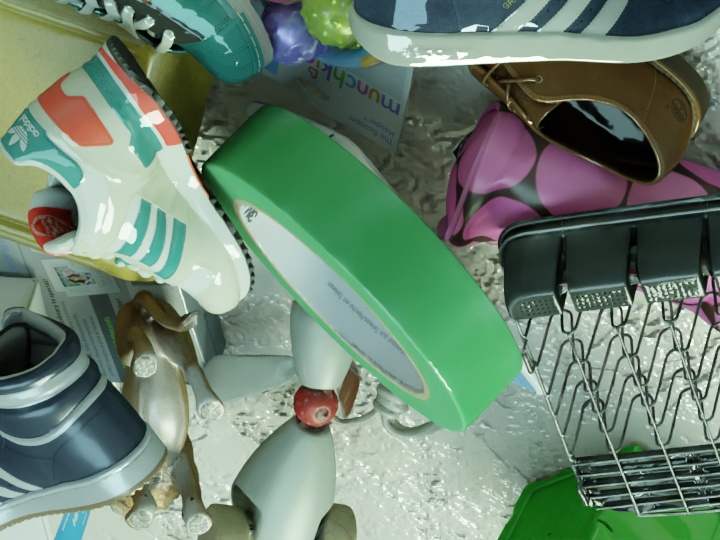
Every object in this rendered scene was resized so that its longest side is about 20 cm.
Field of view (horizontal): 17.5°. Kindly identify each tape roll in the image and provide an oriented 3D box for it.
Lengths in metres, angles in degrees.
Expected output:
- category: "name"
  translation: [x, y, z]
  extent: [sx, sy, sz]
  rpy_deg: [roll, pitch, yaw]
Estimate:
- category: "tape roll"
  translation: [0.000, 0.000, 1.249]
  extent: [0.200, 0.048, 0.201]
  rpy_deg: [43, 169, 10]

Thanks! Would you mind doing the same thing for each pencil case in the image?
- category: "pencil case"
  translation: [0.142, -0.022, 1.250]
  extent: [0.199, 0.091, 0.094]
  rpy_deg: [20, 119, -5]

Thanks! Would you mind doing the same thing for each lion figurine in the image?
- category: "lion figurine"
  translation: [-0.123, 0.076, 1.379]
  extent: [0.072, 0.123, 0.201]
  rpy_deg: [2, 123, -20]

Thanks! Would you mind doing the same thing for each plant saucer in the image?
- category: "plant saucer"
  translation: [-0.188, -0.093, 1.274]
  extent: [0.199, 0.049, 0.201]
  rpy_deg: [19, 122, 2]

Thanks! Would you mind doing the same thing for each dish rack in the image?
- category: "dish rack"
  translation: [0.165, 0.053, 1.226]
  extent: [0.152, 0.055, 0.201]
  rpy_deg: [-6, 134, 20]

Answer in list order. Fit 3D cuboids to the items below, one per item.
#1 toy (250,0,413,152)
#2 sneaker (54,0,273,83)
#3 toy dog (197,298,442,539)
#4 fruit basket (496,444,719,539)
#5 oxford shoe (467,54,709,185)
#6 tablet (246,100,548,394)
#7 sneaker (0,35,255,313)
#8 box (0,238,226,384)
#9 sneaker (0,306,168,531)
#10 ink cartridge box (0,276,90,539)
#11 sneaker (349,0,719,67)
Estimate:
- category: "toy"
  translation: [-0.024, -0.151, 1.177]
  extent: [0.115, 0.047, 0.201]
  rpy_deg: [33, 137, 21]
- category: "sneaker"
  translation: [-0.135, -0.155, 1.181]
  extent: [0.200, 0.080, 0.071]
  rpy_deg: [43, 167, -7]
- category: "toy dog"
  translation: [-0.041, 0.100, 1.420]
  extent: [0.131, 0.096, 0.201]
  rpy_deg: [27, 101, -26]
- category: "fruit basket"
  translation: [0.171, 0.234, 1.411]
  extent: [0.155, 0.216, 0.216]
  rpy_deg: [-25, 122, 35]
- category: "oxford shoe"
  translation: [0.083, -0.113, 1.187]
  extent: [0.199, 0.071, 0.071]
  rpy_deg: [31, 138, -1]
- category: "tablet"
  translation: [0.021, -0.013, 1.296]
  extent: [0.200, 0.014, 0.130]
  rpy_deg: [50, 168, -30]
- category: "sneaker"
  translation: [-0.126, -0.033, 1.227]
  extent: [0.093, 0.070, 0.200]
  rpy_deg: [-32, 143, -6]
- category: "box"
  translation: [-0.194, 0.002, 1.410]
  extent: [0.199, 0.041, 0.157]
  rpy_deg: [0, 134, 16]
- category: "sneaker"
  translation: [-0.211, 0.088, 1.309]
  extent: [0.199, 0.070, 0.109]
  rpy_deg: [-16, 118, 32]
- category: "ink cartridge box"
  translation: [-0.256, 0.097, 1.435]
  extent: [0.145, 0.086, 0.201]
  rpy_deg: [5, 134, 12]
- category: "sneaker"
  translation: [0.093, -0.149, 1.116]
  extent: [0.199, 0.075, 0.085]
  rpy_deg: [-7, 120, -21]
